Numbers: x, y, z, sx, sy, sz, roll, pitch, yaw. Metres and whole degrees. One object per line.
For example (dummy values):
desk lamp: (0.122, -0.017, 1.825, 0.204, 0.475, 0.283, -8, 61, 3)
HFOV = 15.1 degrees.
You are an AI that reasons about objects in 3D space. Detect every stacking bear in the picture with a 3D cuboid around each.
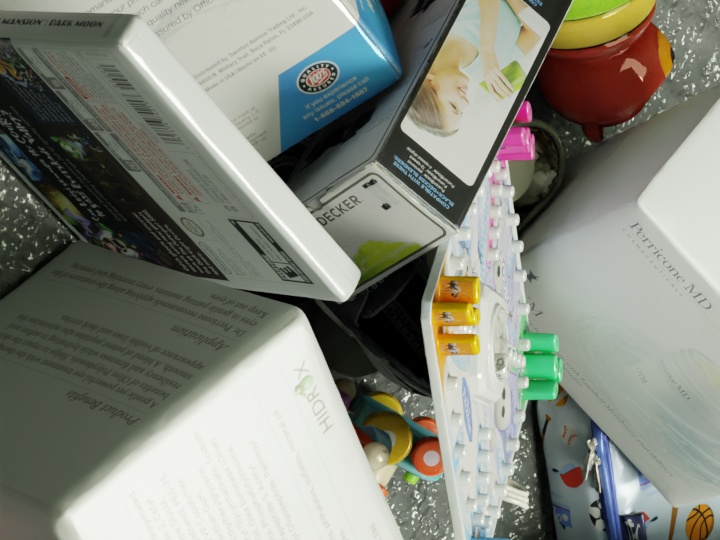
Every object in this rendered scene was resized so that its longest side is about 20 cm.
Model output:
stacking bear: (0.132, -0.173, 1.600, 0.122, 0.113, 0.200, -88, 166, -51)

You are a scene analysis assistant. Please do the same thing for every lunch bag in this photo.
lunch bag: (0.201, 0.104, 1.750, 0.200, 0.075, 0.161, -22, 112, -38)

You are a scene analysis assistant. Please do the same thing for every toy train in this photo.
toy train: (-0.002, 0.103, 1.524, 0.200, 0.150, 0.056, 25, 99, -47)

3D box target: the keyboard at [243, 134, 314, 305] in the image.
keyboard: (-0.037, -0.041, 1.525, 0.200, 0.040, 0.104, -31, 116, -20)

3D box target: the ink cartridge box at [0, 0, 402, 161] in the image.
ink cartridge box: (-0.095, -0.146, 1.372, 0.146, 0.086, 0.200, -31, 127, 13)

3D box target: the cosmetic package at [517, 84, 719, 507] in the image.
cosmetic package: (0.204, 0.017, 1.595, 0.199, 0.200, 0.123, 46, 60, -9)

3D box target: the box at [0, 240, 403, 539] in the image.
box: (-0.113, 0.123, 1.386, 0.171, 0.199, 0.200, -39, 124, -28)

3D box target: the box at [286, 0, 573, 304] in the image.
box: (0.033, -0.088, 1.441, 0.060, 0.117, 0.200, 39, 52, -15)

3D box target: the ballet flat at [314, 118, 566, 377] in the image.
ballet flat: (0.048, -0.019, 1.584, 0.067, 0.064, 0.200, 47, 64, -7)

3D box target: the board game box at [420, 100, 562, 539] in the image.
board game box: (0.075, 0.040, 1.459, 0.200, 0.026, 0.200, -70, 156, -51)

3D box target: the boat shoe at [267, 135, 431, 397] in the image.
boat shoe: (0.000, 0.000, 1.492, 0.072, 0.068, 0.200, -42, 118, -9)

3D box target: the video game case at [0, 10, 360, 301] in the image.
video game case: (-0.117, -0.058, 1.351, 0.200, 0.182, 0.023, 49, 61, -38)

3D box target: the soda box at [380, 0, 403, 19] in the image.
soda box: (-0.055, -0.204, 1.448, 0.063, 0.070, 0.200, -53, 130, -22)
